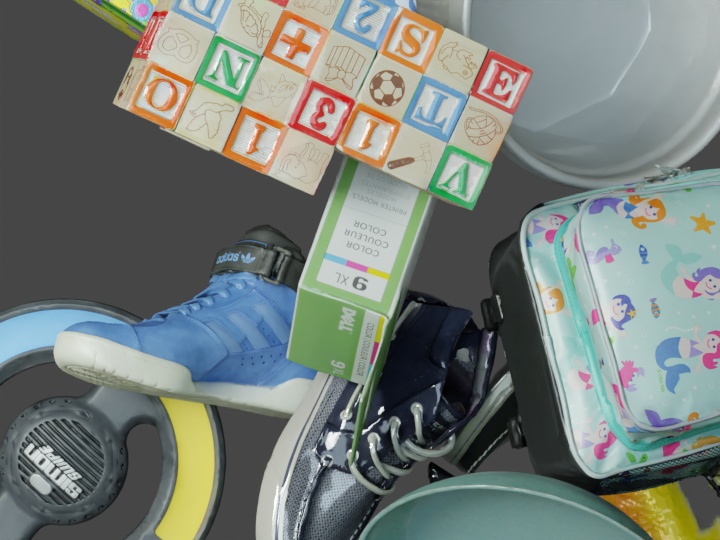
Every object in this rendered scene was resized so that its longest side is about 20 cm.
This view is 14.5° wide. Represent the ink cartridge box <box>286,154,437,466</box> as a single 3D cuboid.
[{"bbox_3d":[0.000,0.000,1.644,0.059,0.104,0.200,17,64,2],"label":"ink cartridge box"}]

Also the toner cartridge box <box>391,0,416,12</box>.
[{"bbox_3d":[0.004,-0.241,1.750,0.095,0.043,0.200,-40,90,-3],"label":"toner cartridge box"}]

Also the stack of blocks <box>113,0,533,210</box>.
[{"bbox_3d":[-0.021,-0.101,1.561,0.200,0.059,0.115,24,91,-14],"label":"stack of blocks"}]

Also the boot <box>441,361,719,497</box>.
[{"bbox_3d":[0.166,0.089,1.729,0.204,0.073,0.154,-43,89,-6],"label":"boot"}]

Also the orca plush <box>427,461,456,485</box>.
[{"bbox_3d":[-0.014,0.193,1.731,0.071,0.105,0.200,45,107,35],"label":"orca plush"}]

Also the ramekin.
[{"bbox_3d":[0.127,-0.152,1.691,0.200,0.105,0.200,-4,100,-23],"label":"ramekin"}]

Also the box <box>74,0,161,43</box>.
[{"bbox_3d":[-0.151,-0.221,1.671,0.193,0.200,0.122,32,89,-1],"label":"box"}]

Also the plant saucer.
[{"bbox_3d":[0.097,0.175,1.651,0.200,0.200,0.036,17,50,0],"label":"plant saucer"}]

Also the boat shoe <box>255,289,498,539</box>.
[{"bbox_3d":[0.011,0.101,1.686,0.093,0.075,0.200,6,70,43],"label":"boat shoe"}]

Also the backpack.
[{"bbox_3d":[0.191,0.028,1.636,0.200,0.151,0.178,-9,77,-21],"label":"backpack"}]

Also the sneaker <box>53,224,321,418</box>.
[{"bbox_3d":[-0.091,0.023,1.700,0.200,0.077,0.111,12,83,-35],"label":"sneaker"}]

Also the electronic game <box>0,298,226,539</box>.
[{"bbox_3d":[-0.183,0.117,1.746,0.200,0.042,0.200,0,90,-1],"label":"electronic game"}]
